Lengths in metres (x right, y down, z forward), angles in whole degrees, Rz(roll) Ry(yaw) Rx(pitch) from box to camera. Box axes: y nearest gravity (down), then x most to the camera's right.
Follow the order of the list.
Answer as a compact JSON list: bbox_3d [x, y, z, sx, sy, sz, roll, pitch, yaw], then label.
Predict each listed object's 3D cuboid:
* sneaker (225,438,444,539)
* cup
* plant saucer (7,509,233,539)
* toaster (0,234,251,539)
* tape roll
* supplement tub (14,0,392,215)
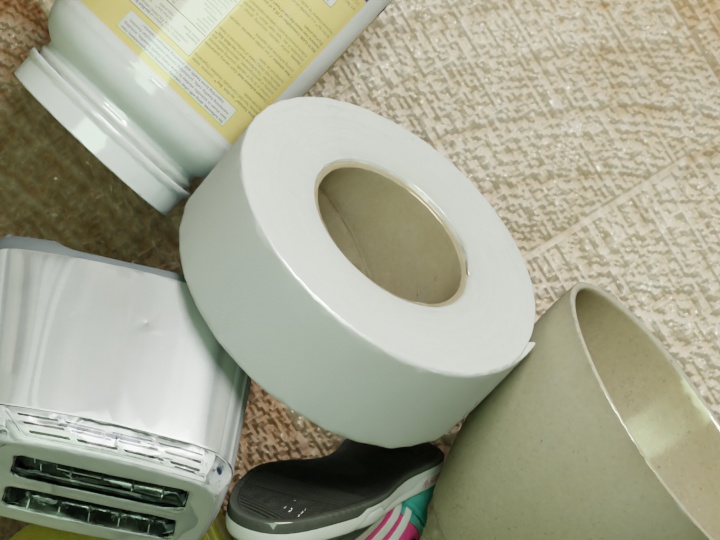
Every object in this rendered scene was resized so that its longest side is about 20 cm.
[{"bbox_3d":[-0.023,0.169,1.465,0.083,0.200,0.121,19,106,27],"label":"sneaker"},{"bbox_3d":[0.127,0.128,1.465,0.143,0.200,0.201,-35,91,17],"label":"cup"},{"bbox_3d":[-0.127,0.223,1.448,0.200,0.048,0.201,-36,113,-31],"label":"plant saucer"},{"bbox_3d":[-0.137,0.071,1.395,0.199,0.114,0.130,13,56,-10],"label":"toaster"},{"bbox_3d":[0.000,0.000,1.413,0.202,0.202,0.071,41,123,-1],"label":"tape roll"},{"bbox_3d":[-0.090,-0.146,1.469,0.145,0.145,0.200,43,90,-1],"label":"supplement tub"}]
